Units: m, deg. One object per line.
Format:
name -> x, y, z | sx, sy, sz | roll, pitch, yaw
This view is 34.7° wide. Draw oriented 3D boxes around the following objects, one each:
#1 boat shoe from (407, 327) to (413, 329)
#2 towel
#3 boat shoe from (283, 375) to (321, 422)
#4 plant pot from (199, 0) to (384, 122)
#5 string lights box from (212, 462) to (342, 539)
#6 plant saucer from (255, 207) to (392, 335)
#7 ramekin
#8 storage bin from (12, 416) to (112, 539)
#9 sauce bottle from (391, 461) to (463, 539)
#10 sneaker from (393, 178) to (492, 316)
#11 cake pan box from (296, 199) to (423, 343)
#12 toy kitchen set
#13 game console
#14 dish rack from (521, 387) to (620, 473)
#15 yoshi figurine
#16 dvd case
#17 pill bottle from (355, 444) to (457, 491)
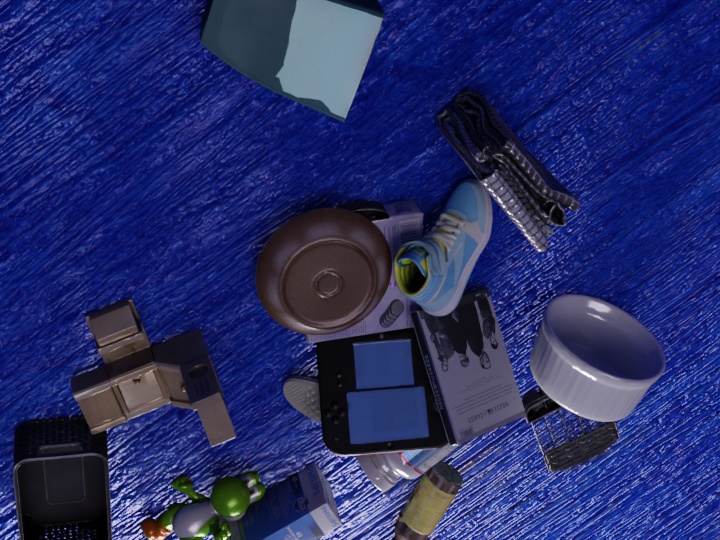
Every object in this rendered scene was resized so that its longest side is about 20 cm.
boat shoe -> 0.108, 0.126, 1.754 | 0.196, 0.070, 0.072 | 1, 119, -16
towel -> 0.197, -0.142, 1.552 | 0.085, 0.201, 0.166 | -40, 122, 9
boat shoe -> -0.020, 0.194, 1.755 | 0.196, 0.063, 0.076 | 10, 125, 4
plant pot -> -0.093, -0.300, 1.426 | 0.197, 0.142, 0.143 | 16, 114, -15
string lights box -> -0.135, 0.400, 1.822 | 0.198, 0.103, 0.059 | -30, 122, 3
plant saucer -> -0.048, 0.012, 1.612 | 0.197, 0.037, 0.203 | -6, 119, -11
ramekin -> 0.354, 0.136, 1.757 | 0.197, 0.202, 0.099 | 9, 124, -19
storage bin -> -0.438, 0.326, 1.705 | 0.133, 0.094, 0.203 | -3, 120, -14
sauce bottle -> 0.097, 0.411, 1.915 | 0.064, 0.065, 0.202 | 22, 110, -25
sneaker -> 0.113, -0.042, 1.607 | 0.130, 0.079, 0.203 | 21, 86, -56
cake pan box -> 0.000, 0.000, 1.667 | 0.181, 0.052, 0.203 | -10, 121, -12
toy kitchen set -> -0.302, 0.154, 1.592 | 0.197, 0.181, 0.165 | -21, 121, -7
game console -> 0.037, 0.178, 1.701 | 0.196, 0.031, 0.180 | -4, 83, -1
dish rack -> 0.354, 0.255, 1.904 | 0.151, 0.055, 0.202 | -24, 122, 0
yoshi figurine -> -0.242, 0.374, 1.779 | 0.198, 0.112, 0.113 | -33, 115, 1
dvd case -> 0.161, 0.140, 1.706 | 0.149, 0.025, 0.203 | -15, 88, -38
pill bottle -> 0.091, 0.252, 1.798 | 0.199, 0.109, 0.109 | -38, 121, 8
